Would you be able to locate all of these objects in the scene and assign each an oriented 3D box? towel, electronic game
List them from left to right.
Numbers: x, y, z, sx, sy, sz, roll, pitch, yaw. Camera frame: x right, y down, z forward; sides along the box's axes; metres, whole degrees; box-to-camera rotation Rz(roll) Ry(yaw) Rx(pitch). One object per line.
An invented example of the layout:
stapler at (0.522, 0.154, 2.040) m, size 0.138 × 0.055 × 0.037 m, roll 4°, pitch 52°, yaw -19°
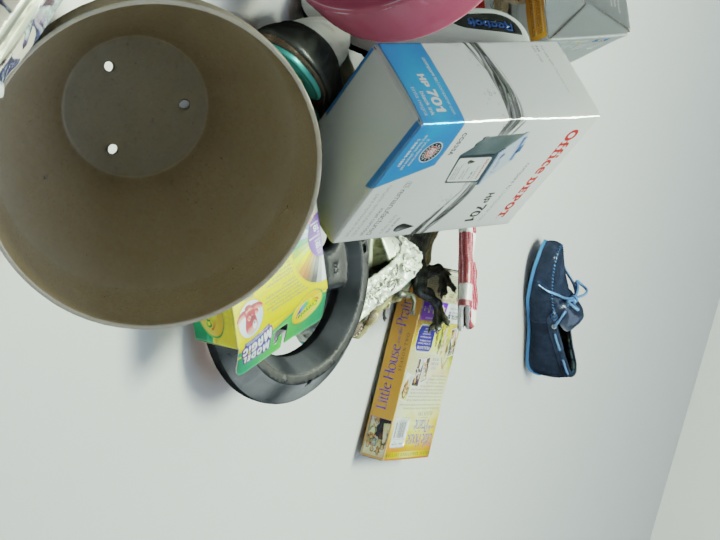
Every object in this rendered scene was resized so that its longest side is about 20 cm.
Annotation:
electronic game at (-0.058, 0.008, 1.511) m, size 0.200 × 0.041 × 0.201 m, roll -16°, pitch 111°, yaw -50°
towel at (0.106, -0.051, 1.833) m, size 0.144 × 0.023 × 0.201 m, roll 73°, pitch 18°, yaw -78°

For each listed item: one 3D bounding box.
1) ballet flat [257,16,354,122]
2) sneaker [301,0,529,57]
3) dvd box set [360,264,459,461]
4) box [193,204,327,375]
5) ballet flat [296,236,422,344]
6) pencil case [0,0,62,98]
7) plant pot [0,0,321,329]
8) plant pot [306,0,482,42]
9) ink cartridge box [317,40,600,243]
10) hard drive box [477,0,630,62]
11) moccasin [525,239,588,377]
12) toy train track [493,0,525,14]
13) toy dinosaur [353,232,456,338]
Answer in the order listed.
ballet flat at (-0.039, -0.156, 1.458) m, size 0.069 × 0.068 × 0.200 m, roll -58°, pitch 164°, yaw -14°
sneaker at (0.029, -0.171, 1.539) m, size 0.112 × 0.199 × 0.073 m, roll 128°, pitch -34°, yaw -49°
dvd box set at (0.059, 0.093, 1.921) m, size 0.146 × 0.029 × 0.201 m, roll 8°, pitch 96°, yaw -69°
box at (-0.081, -0.033, 1.395) m, size 0.117 × 0.048 × 0.201 m, roll -33°, pitch 123°, yaw -46°
ballet flat at (0.000, 0.000, 1.657) m, size 0.200 × 0.071 × 0.072 m, roll -45°, pitch 144°, yaw -54°
pencil case at (-0.200, -0.151, 1.022) m, size 0.078 × 0.089 × 0.201 m, roll 74°, pitch 36°, yaw -53°
plant pot at (-0.132, -0.083, 1.146) m, size 0.135 × 0.199 × 0.201 m, roll -116°, pitch -150°, yaw -66°
plant pot at (0.000, -0.289, 1.325) m, size 0.179 × 0.199 × 0.201 m, roll 33°, pitch 72°, yaw -52°
ink cartridge box at (0.067, -0.104, 1.479) m, size 0.199 × 0.086 × 0.147 m, roll -6°, pitch 146°, yaw -40°
hard drive box at (0.160, -0.264, 1.650) m, size 0.200 × 0.076 × 0.157 m, roll 163°, pitch -79°, yaw -77°
moccasin at (0.246, 0.046, 2.310) m, size 0.201 × 0.068 × 0.081 m, roll 84°, pitch 29°, yaw -42°
toy train track at (0.101, -0.273, 1.658) m, size 0.200 × 0.032 × 0.115 m, roll -119°, pitch -153°, yaw -63°
toy dinosaur at (0.056, 0.005, 1.801) m, size 0.088 × 0.047 × 0.200 m, roll 49°, pitch 49°, yaw -22°
